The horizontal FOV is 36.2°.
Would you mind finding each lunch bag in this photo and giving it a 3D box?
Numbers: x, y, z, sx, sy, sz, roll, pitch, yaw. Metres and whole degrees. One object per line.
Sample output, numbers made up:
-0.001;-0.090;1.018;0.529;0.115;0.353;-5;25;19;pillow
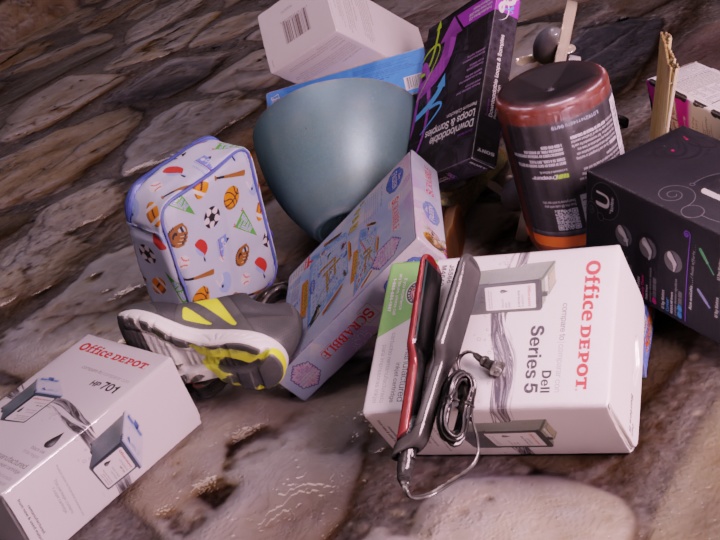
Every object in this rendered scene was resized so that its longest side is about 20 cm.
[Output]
-0.164;-0.035;1.190;0.075;0.201;0.160;19;45;31;lunch bag

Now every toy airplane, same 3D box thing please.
0.193;-0.159;1.169;0.141;0.200;0.200;12;42;27;toy airplane

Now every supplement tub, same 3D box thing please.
0.197;-0.086;1.031;0.106;0.201;0.107;-14;28;8;supplement tub

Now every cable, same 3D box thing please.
-0.132;0.065;1.134;0.200;0.050;0.097;-37;34;-27;cable

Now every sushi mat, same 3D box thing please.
0.280;-0.117;1.038;0.012;0.201;0.096;4;33;9;sushi mat

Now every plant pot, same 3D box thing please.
-0.017;-0.106;1.258;0.199;0.200;0.135;-14;65;11;plant pot

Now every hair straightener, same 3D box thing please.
0.066;0.075;0.819;0.077;0.041;0.201;-3;56;29;hair straightener

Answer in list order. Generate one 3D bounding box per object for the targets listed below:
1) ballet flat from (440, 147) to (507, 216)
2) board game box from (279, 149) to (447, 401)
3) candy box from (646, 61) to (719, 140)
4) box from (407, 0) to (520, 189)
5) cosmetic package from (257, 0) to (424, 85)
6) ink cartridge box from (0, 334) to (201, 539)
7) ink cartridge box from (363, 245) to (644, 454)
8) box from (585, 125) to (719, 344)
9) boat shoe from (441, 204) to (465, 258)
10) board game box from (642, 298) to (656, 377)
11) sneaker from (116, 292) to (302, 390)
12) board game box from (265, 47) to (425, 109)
0.119;-0.116;1.285;0.070;0.071;0.200;-1;32;32;ballet flat
0.000;0.000;1.076;0.200;0.041;0.200;-45;20;23;board game box
0.351;-0.104;1.032;0.061;0.137;0.200;-21;28;-5;candy box
0.105;-0.188;1.170;0.143;0.036;0.201;-20;58;60;box
-0.015;-0.264;1.322;0.107;0.085;0.200;-26;-22;30;cosmetic package
-0.272;0.157;1.024;0.146;0.086;0.200;8;40;43;ink cartridge box
0.117;0.066;0.883;0.199;0.084;0.146;-6;54;26;ink cartridge box
0.297;-0.027;0.912;0.122;0.106;0.200;-25;36;-25;box
0.061;-0.009;1.124;0.070;0.071;0.200;-4;22;14;boat shoe
0.161;0.049;0.988;0.199;0.035;0.136;-6;30;24;board game box
-0.141;0.061;1.054;0.199;0.075;0.085;10;40;27;sneaker
0.008;-0.182;1.359;0.199;0.196;0.056;-14;72;9;board game box
